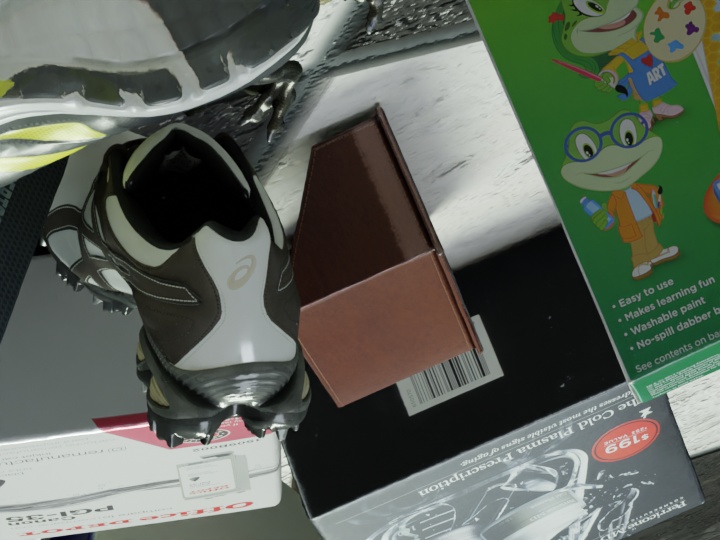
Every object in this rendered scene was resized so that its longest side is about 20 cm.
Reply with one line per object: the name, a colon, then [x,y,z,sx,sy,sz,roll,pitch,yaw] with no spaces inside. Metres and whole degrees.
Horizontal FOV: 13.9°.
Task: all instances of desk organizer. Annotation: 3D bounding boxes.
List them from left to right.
desk organizer: [0.000,0.000,1.349,0.077,0.072,0.200,-24,164,1]

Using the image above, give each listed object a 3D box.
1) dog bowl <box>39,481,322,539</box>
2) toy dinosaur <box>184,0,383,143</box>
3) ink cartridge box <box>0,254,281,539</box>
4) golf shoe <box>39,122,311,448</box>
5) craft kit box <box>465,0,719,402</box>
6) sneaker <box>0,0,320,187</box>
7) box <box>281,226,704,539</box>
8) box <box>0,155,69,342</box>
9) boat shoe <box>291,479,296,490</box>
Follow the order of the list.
dog bowl: [-0.090,0.205,1.667,0.199,0.201,0.079,-6,157,-45]
toy dinosaur: [-0.028,-0.094,1.058,0.199,0.048,0.088,-29,157,10]
ink cartridge box: [-0.109,0.056,1.317,0.146,0.083,0.200,-8,163,-3]
golf shoe: [-0.066,-0.022,1.070,0.077,0.200,0.095,-11,122,-21]
craft kit box: [0.150,-0.083,1.054,0.199,0.198,0.049,-25,161,6]
sneaker: [-0.110,-0.071,0.991,0.199,0.075,0.085,-14,170,2]
box: [0.069,0.089,1.606,0.199,0.105,0.182,-24,150,3]
box: [-0.198,0.042,1.080,0.051,0.158,0.200,37,131,-20]
boat shoe: [0.006,0.135,1.805,0.068,0.072,0.200,-16,163,-17]
